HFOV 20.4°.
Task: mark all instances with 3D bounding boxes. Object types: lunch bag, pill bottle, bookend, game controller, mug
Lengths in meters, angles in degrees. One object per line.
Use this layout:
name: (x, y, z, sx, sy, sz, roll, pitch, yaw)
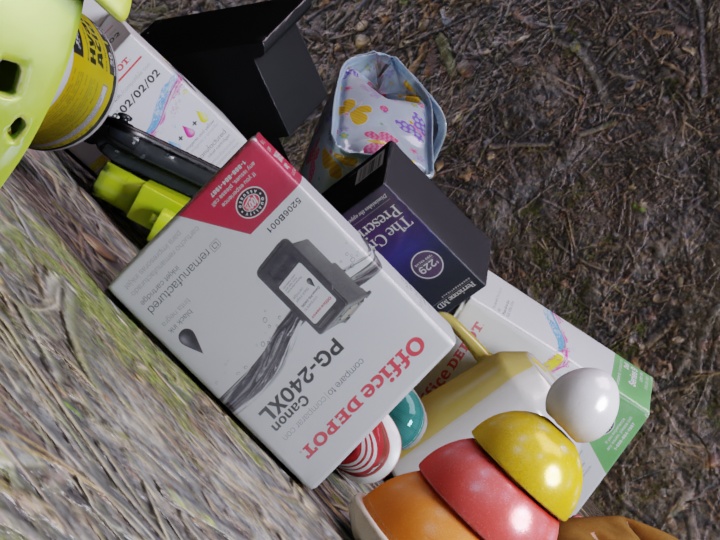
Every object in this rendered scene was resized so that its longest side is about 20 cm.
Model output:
lunch bag: (0.004, -0.095, 1.935, 0.126, 0.170, 0.201, 16, 34, -10)
pill bottle: (-0.248, -0.150, 1.427, 0.111, 0.111, 0.200, 45, 4, 7)
bookend: (-0.107, -0.144, 1.911, 0.199, 0.092, 0.200, -4, -58, 38)
game controller: (-0.158, -0.094, 1.715, 0.199, 0.042, 0.104, 25, 6, -40)
mug: (0.103, 0.137, 1.753, 0.187, 0.153, 0.150, 49, 8, -13)

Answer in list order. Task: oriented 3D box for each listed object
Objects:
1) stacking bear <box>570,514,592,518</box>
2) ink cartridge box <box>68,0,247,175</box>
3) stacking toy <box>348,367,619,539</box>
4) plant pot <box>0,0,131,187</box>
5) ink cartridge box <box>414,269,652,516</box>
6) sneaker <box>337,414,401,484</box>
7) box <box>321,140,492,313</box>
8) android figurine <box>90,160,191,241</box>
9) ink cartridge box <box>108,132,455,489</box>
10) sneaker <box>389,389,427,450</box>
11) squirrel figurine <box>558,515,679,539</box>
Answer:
stacking bear: (0.203, 0.281, 1.816, 0.120, 0.115, 0.200, 16, -5, -6)
ink cartridge box: (-0.212, -0.144, 1.781, 0.200, 0.115, 0.068, 42, 4, -33)
stacking toy: (0.104, 0.147, 1.354, 0.146, 0.200, 0.146, 45, 3, -3)
plant pot: (-0.248, -0.172, 1.065, 0.200, 0.181, 0.199, 43, 3, -46)
ink cartridge box: (0.150, 0.115, 1.859, 0.199, 0.146, 0.088, 31, 25, -3)
sneaker: (-0.049, 0.069, 1.514, 0.200, 0.078, 0.116, 45, 2, 20)
box: (0.000, 0.000, 1.829, 0.141, 0.199, 0.079, 42, 30, -22)
android figurine: (-0.132, -0.031, 1.688, 0.199, 0.041, 0.182, 30, 4, -6)
ink cartridge box: (-0.051, 0.028, 1.374, 0.200, 0.145, 0.083, 45, 2, -5)
sneaker: (-0.030, 0.082, 1.719, 0.200, 0.072, 0.080, 39, 2, 25)
squirrel figurine: (0.145, 0.247, 1.557, 0.199, 0.142, 0.186, 31, 10, 16)
